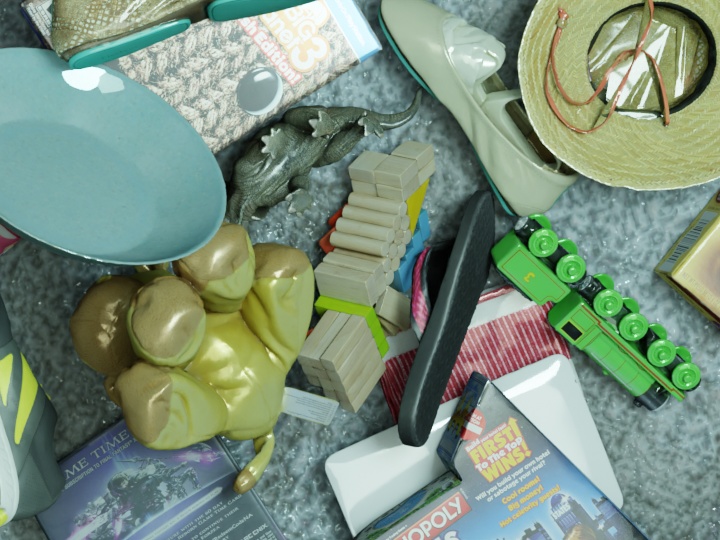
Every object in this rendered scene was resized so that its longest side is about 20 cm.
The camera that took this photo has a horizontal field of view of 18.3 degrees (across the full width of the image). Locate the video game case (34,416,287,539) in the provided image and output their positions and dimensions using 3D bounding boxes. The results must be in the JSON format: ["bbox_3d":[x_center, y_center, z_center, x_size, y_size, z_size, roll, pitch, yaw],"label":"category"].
[{"bbox_3d":[-0.140,0.184,1.566,0.143,0.200,0.019,-34,141,-4],"label":"video game case"}]

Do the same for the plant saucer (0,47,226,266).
[{"bbox_3d":[-0.185,-0.064,1.439,0.200,0.201,0.039,24,127,-11],"label":"plant saucer"}]

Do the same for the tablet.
[{"bbox_3d":[0.085,0.158,1.654,0.199,0.014,0.131,-24,99,-8],"label":"tablet"}]

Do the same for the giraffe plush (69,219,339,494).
[{"bbox_3d":[-0.128,0.044,1.548,0.173,0.162,0.200,-58,140,-13],"label":"giraffe plush"}]

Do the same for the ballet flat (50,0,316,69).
[{"bbox_3d":[-0.112,-0.191,1.481,0.199,0.071,0.066,-16,84,-11],"label":"ballet flat"}]

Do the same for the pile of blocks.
[{"bbox_3d":[0.000,0.000,1.627,0.062,0.082,0.201,13,77,32],"label":"pile of blocks"}]

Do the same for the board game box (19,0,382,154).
[{"bbox_3d":[-0.114,-0.171,1.564,0.200,0.097,0.160,-33,100,-4],"label":"board game box"}]

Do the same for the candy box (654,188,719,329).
[{"bbox_3d":[0.329,-0.038,1.674,0.117,0.056,0.200,39,88,-11],"label":"candy box"}]

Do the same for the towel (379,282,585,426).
[{"bbox_3d":[0.102,0.118,1.670,0.143,0.023,0.201,-20,99,-8],"label":"towel"}]

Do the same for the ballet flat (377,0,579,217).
[{"bbox_3d":[0.092,-0.130,1.615,0.069,0.069,0.200,-38,107,-4],"label":"ballet flat"}]

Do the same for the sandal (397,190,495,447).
[{"bbox_3d":[0.052,0.028,1.612,0.045,0.075,0.201,14,72,21],"label":"sandal"}]

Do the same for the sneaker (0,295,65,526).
[{"bbox_3d":[-0.263,0.085,1.587,0.074,0.084,0.201,-15,80,35],"label":"sneaker"}]

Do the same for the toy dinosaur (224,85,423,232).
[{"bbox_3d":[-0.046,-0.087,1.590,0.200,0.102,0.077,-45,112,-17],"label":"toy dinosaur"}]

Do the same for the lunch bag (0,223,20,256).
[{"bbox_3d":[-0.301,-0.078,1.489,0.082,0.200,0.176,-42,101,4],"label":"lunch bag"}]

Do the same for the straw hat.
[{"bbox_3d":[0.207,-0.154,1.626,0.200,0.085,0.202,0,95,-4],"label":"straw hat"}]

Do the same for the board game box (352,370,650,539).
[{"bbox_3d":[0.095,0.186,1.620,0.199,0.062,0.200,-32,98,-6],"label":"board game box"}]

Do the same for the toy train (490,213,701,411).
[{"bbox_3d":[0.174,0.035,1.652,0.056,0.042,0.200,-43,112,12],"label":"toy train"}]
